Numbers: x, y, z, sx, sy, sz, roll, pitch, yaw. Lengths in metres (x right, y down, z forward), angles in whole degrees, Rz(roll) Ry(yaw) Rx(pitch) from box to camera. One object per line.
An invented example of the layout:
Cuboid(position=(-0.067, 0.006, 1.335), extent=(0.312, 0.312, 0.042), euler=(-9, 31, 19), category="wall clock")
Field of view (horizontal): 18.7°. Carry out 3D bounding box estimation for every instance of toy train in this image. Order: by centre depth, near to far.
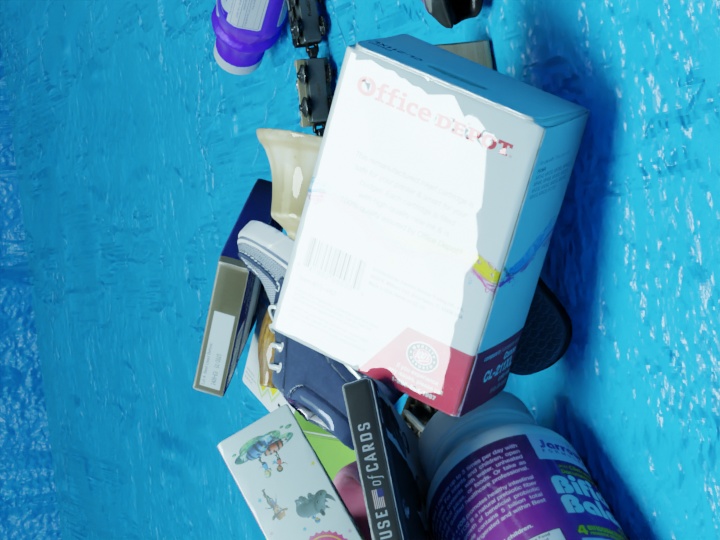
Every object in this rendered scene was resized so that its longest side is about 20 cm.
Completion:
Cuboid(position=(-0.040, -0.148, 1.868), extent=(0.046, 0.034, 0.202), euler=(170, 93, -76), category="toy train")

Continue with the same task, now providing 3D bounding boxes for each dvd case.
Cuboid(position=(0.034, 0.169, 1.444), extent=(0.200, 0.025, 0.151), euler=(57, -160, -67), category="dvd case")

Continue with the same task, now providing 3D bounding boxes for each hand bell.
Cuboid(position=(-0.051, -0.005, 1.752), extent=(0.104, 0.103, 0.202), euler=(-178, 99, -72), category="hand bell")

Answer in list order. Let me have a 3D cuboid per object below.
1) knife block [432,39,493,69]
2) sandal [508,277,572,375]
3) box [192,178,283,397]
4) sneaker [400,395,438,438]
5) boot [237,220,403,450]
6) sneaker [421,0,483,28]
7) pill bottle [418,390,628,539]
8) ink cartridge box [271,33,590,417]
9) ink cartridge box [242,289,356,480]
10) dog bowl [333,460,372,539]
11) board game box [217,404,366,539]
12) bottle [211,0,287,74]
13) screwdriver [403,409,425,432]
Cuboid(position=(0.073, -0.034, 1.513), extent=(0.176, 0.063, 0.201), euler=(-118, 28, -47), category="knife block")
Cuboid(position=(0.071, -0.020, 1.461), extent=(0.201, 0.076, 0.043), euler=(62, -159, 6), category="sandal")
Cuboid(position=(-0.097, 0.005, 1.849), extent=(0.200, 0.032, 0.122), euler=(-68, -8, -62), category="box")
Cuboid(position=(0.056, 0.170, 1.614), extent=(0.076, 0.070, 0.202), euler=(103, 171, -76), category="sneaker")
Cuboid(position=(-0.043, 0.043, 1.560), extent=(0.200, 0.090, 0.073), euler=(36, 171, 41), category="boot")
Cuboid(position=(0.078, -0.234, 1.439), extent=(0.088, 0.075, 0.200), euler=(61, 160, 16), category="sneaker")
Cuboid(position=(0.107, 0.170, 1.407), extent=(0.200, 0.111, 0.113), euler=(-118, 27, -48), category="pill bottle")
Cuboid(position=(0.045, -0.032, 1.395), extent=(0.145, 0.083, 0.201), euler=(25, 112, 22), category="ink cartridge box")
Cuboid(position=(-0.048, 0.119, 1.844), extent=(0.148, 0.075, 0.202), euler=(-142, 66, -66), category="ink cartridge box")
Cuboid(position=(0.032, 0.232, 1.730), extent=(0.200, 0.073, 0.202), euler=(173, 90, -72), category="dog bowl")
Cuboid(position=(-0.021, 0.211, 1.582), extent=(0.201, 0.064, 0.148), euler=(59, 177, 19), category="board game box")
Cuboid(position=(-0.093, -0.249, 1.934), extent=(0.200, 0.065, 0.084), euler=(113, 163, -58), category="bottle")
Cuboid(position=(0.089, 0.151, 1.525), extent=(0.200, 0.028, 0.029), euler=(49, 121, 37), category="screwdriver")
